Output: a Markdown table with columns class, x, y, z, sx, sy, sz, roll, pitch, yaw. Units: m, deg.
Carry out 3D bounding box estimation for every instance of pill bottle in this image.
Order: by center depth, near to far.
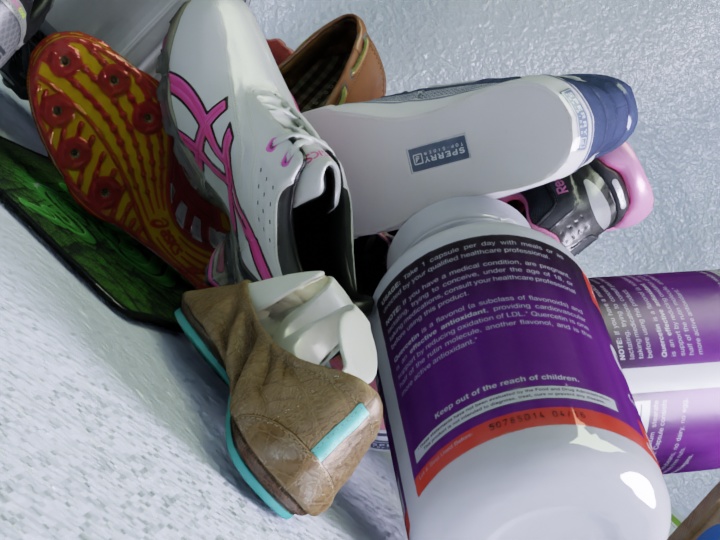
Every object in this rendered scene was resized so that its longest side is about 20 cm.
| class | x | y | z | sx | sy | sz | roll | pitch | yaw |
| --- | --- | --- | --- | --- | --- | --- | --- | --- | --- |
| pill bottle | 0.064 | 0.056 | 0.763 | 0.112 | 0.112 | 0.200 | 39 | 25 | -33 |
| pill bottle | 0.146 | 0.059 | 0.934 | 0.199 | 0.113 | 0.112 | -3 | 21 | -18 |

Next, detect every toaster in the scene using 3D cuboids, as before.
| class | x | y | z | sx | sy | sz | roll | pitch | yaw |
| --- | --- | --- | --- | --- | --- | --- | --- | --- | --- |
| toaster | -0.141 | -0.149 | 0.992 | 0.114 | 0.129 | 0.200 | 42 | -14 | 1 |

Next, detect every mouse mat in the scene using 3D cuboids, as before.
| class | x | y | z | sx | sy | sz | roll | pitch | yaw |
| --- | --- | --- | --- | --- | --- | --- | --- | --- | --- |
| mouse mat | -0.135 | -0.020 | 0.837 | 0.161 | 0.008 | 0.200 | 42 | 3 | 15 |

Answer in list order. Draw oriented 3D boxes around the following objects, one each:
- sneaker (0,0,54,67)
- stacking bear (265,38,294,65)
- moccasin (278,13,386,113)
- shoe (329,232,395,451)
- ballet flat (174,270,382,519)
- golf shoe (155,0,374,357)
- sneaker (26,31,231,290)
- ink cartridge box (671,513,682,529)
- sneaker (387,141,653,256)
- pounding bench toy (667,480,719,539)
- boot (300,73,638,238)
| class | x | y | z | sx | sy | sz | roll | pitch | yaw |
| --- | --- | --- | --- | --- | --- | --- | --- | --- | --- |
| sneaker | -0.200 | -0.137 | 0.856 | 0.074 | 0.088 | 0.200 | 39 | 0 | -19 |
| stacking bear | -0.081 | -0.065 | 1.169 | 0.121 | 0.114 | 0.200 | -1 | -20 | 12 |
| moccasin | -0.054 | -0.081 | 1.003 | 0.073 | 0.201 | 0.078 | 27 | -32 | 33 |
| shoe | 0.000 | 0.000 | 0.942 | 0.200 | 0.071 | 0.091 | -108 | -167 | -46 |
| ballet flat | -0.030 | 0.037 | 0.705 | 0.068 | 0.072 | 0.200 | 50 | 0 | -18 |
| golf shoe | -0.040 | -0.051 | 0.820 | 0.072 | 0.092 | 0.201 | -4 | 73 | -45 |
| sneaker | -0.110 | -0.046 | 0.886 | 0.200 | 0.073 | 0.077 | 52 | -6 | -29 |
| ink cartridge box | 0.269 | 0.262 | 1.187 | 0.200 | 0.076 | 0.148 | 38 | 5 | -27 |
| sneaker | 0.066 | -0.032 | 0.948 | 0.200 | 0.095 | 0.079 | -3 | -55 | 51 |
| pounding bench toy | 0.185 | 0.178 | 0.843 | 0.200 | 0.124 | 0.156 | 41 | 5 | -13 |
| boot | 0.044 | -0.062 | 0.880 | 0.199 | 0.073 | 0.090 | -5 | 7 | 33 |
